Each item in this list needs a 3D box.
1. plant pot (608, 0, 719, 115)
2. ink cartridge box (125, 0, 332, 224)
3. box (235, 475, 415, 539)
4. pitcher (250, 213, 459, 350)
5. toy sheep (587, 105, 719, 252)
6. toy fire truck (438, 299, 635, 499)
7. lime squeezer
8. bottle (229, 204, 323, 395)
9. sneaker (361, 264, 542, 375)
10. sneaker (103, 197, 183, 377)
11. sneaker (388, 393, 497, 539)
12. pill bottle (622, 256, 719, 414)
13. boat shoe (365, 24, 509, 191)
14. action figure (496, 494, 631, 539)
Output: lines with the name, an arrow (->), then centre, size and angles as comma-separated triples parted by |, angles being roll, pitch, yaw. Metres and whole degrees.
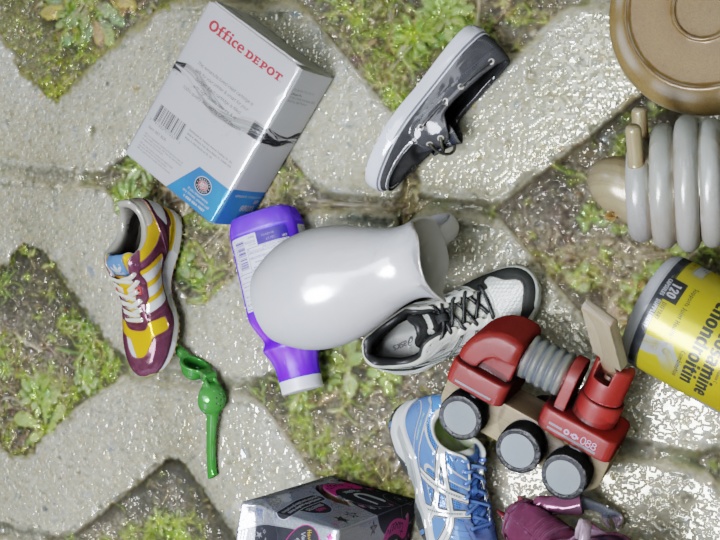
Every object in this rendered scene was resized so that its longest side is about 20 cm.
plant pot -> 0.333, -0.252, 1.269 | 0.198, 0.027, 0.203 | -1, 88, 26
ink cartridge box -> -0.145, -0.173, 1.463 | 0.144, 0.084, 0.201 | 38, 105, 21
box -> -0.035, 0.293, 1.336 | 0.114, 0.200, 0.134 | 11, 94, 23
pitcher -> 0.000, 0.000, 1.348 | 0.198, 0.172, 0.122 | -17, 103, 24
toy sheep -> 0.309, -0.083, 1.221 | 0.198, 0.138, 0.140 | 1, 89, 20
toy fire truck -> 0.179, 0.093, 1.245 | 0.175, 0.128, 0.202 | 28, 115, 17
lime squeezer -> -0.188, 0.132, 1.511 | 0.071, 0.037, 0.201 | -43, 69, 52
bottle -> -0.085, 0.033, 1.440 | 0.083, 0.065, 0.202 | -17, 82, 20
sneaker -> 0.091, 0.057, 1.344 | 0.199, 0.087, 0.076 | -29, 75, 20
sneaker -> -0.256, 0.019, 1.496 | 0.074, 0.090, 0.202 | -7, 76, 31
sneaker -> 0.095, 0.219, 1.335 | 0.077, 0.075, 0.202 | -37, 75, 46
pill bottle -> 0.348, 0.078, 1.207 | 0.199, 0.112, 0.113 | 29, 101, 23
boat shoe -> 0.083, -0.156, 1.368 | 0.066, 0.070, 0.201 | 40, 98, 22
action figure -> 0.179, 0.273, 1.263 | 0.135, 0.148, 0.200 | -61, 35, 2
